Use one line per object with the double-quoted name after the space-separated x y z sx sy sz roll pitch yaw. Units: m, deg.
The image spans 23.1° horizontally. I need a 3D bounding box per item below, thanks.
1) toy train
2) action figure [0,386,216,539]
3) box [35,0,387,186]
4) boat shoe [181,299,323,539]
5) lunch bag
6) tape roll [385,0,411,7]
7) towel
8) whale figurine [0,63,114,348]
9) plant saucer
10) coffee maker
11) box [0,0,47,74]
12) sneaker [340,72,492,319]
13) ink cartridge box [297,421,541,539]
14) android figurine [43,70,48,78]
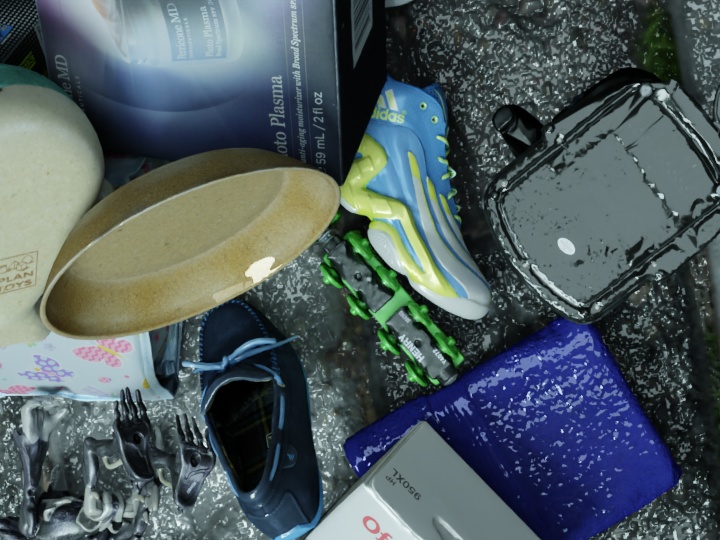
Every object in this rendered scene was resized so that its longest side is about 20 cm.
0.000 0.000 1.216 0.042 0.056 0.200 -42 84 11 "toy train"
-0.183 0.144 1.236 0.199 0.118 0.103 -32 50 44 "action figure"
-0.092 -0.174 1.095 0.196 0.124 0.201 9 133 13 "box"
-0.070 0.086 1.181 0.084 0.069 0.201 -35 45 6 "boat shoe"
-0.214 0.000 1.219 0.167 0.128 0.202 2 122 9 "lunch bag"
-0.002 -0.272 1.140 0.198 0.066 0.202 0 126 0 "tape roll"
0.106 0.131 1.226 0.199 0.050 0.149 -30 98 10 "towel"
-0.230 -0.038 1.081 0.104 0.158 0.201 52 147 37 "whale figurine"
-0.108 -0.022 1.079 0.199 0.200 0.036 -30 71 11 "plant saucer"
0.182 -0.061 1.112 0.190 0.200 0.136 -14 96 12 "coffee maker"
-0.313 -0.142 1.178 0.191 0.048 0.201 20 58 22 "box"
0.039 -0.065 1.198 0.105 0.076 0.200 -44 87 10 "sneaker"
0.024 0.218 1.182 0.145 0.084 0.200 44 133 3 "ink cartridge box"
-0.161 -0.154 1.239 0.198 0.041 0.184 11 97 9 "android figurine"
